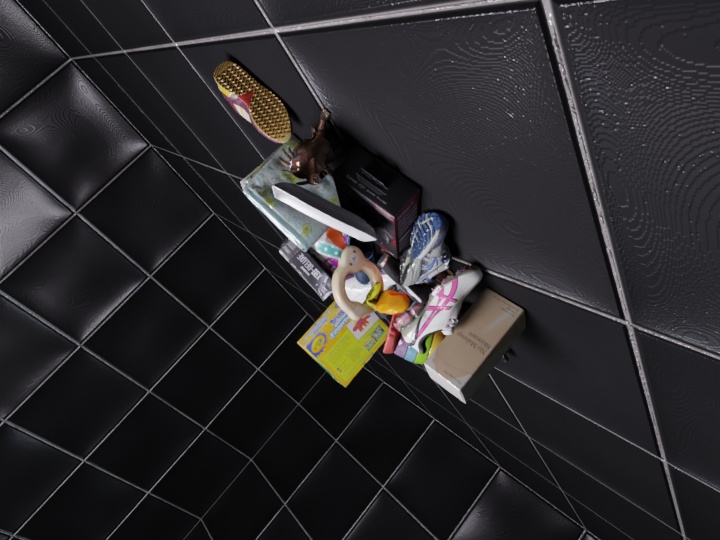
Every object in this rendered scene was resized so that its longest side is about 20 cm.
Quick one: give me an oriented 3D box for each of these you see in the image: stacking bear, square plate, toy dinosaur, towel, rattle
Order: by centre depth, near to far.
[{"bbox_3d":[-0.068,-0.109,0.941,0.197,0.029,0.200,26,179,-9],"label":"square plate"},{"bbox_3d":[-0.098,-0.208,0.943,0.086,0.136,0.200,45,167,-14],"label":"toy dinosaur"},{"bbox_3d":[0.000,0.000,1.047,0.201,0.129,0.143,71,164,-8],"label":"rattle"},{"bbox_3d":[-0.133,-0.167,1.091,0.200,0.171,0.048,45,164,-9],"label":"towel"},{"bbox_3d":[0.160,0.160,1.143,0.199,0.122,0.114,16,135,4],"label":"stacking bear"}]

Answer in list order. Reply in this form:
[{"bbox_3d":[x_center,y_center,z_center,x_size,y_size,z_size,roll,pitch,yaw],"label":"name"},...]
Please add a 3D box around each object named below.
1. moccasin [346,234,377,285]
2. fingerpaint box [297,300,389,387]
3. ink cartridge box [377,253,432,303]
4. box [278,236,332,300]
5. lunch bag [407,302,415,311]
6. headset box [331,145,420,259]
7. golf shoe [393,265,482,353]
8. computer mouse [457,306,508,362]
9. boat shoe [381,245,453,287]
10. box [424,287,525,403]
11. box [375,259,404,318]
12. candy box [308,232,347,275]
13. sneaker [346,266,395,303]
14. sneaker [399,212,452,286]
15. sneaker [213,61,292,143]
[{"bbox_3d":[-0.007,-0.049,1.145,0.080,0.068,0.201,-5,120,13],"label":"moccasin"},{"bbox_3d":[-0.041,0.180,1.375,0.167,0.200,0.073,47,164,-20],"label":"fingerpaint box"},{"bbox_3d":[0.103,0.035,1.118,0.160,0.047,0.200,44,-160,-5],"label":"ink cartridge box"},{"bbox_3d":[-0.130,-0.019,1.261,0.158,0.050,0.200,48,-179,-13],"label":"box"},{"bbox_3d":[0.185,0.149,1.292,0.160,0.076,0.200,42,-179,5],"label":"lunch bag"},{"bbox_3d":[0.033,-0.127,0.952,0.149,0.077,0.200,38,167,18],"label":"headset box"},{"bbox_3d":[0.162,0.073,0.971,0.092,0.200,0.073,52,-163,16],"label":"golf shoe"},{"bbox_3d":[0.261,0.131,1.173,0.200,0.053,0.138,40,173,-40],"label":"computer mouse"},{"bbox_3d":[0.130,-0.001,1.082,0.200,0.070,0.070,41,162,-2],"label":"boat shoe"},{"bbox_3d":[0.223,0.144,0.984,0.095,0.200,0.078,32,164,33],"label":"box"},{"bbox_3d":[0.014,0.025,1.402,0.200,0.106,0.122,46,164,-14],"label":"box"},{"bbox_3d":[-0.084,-0.105,1.198,0.200,0.136,0.061,46,-177,-17],"label":"candy box"},{"bbox_3d":[0.037,0.035,1.283,0.199,0.075,0.100,-10,114,24],"label":"sneaker"},{"bbox_3d":[0.136,-0.040,0.960,0.084,0.078,0.200,3,149,-11],"label":"sneaker"},{"bbox_3d":[-0.209,-0.332,1.034,0.200,0.075,0.090,48,175,2],"label":"sneaker"}]
